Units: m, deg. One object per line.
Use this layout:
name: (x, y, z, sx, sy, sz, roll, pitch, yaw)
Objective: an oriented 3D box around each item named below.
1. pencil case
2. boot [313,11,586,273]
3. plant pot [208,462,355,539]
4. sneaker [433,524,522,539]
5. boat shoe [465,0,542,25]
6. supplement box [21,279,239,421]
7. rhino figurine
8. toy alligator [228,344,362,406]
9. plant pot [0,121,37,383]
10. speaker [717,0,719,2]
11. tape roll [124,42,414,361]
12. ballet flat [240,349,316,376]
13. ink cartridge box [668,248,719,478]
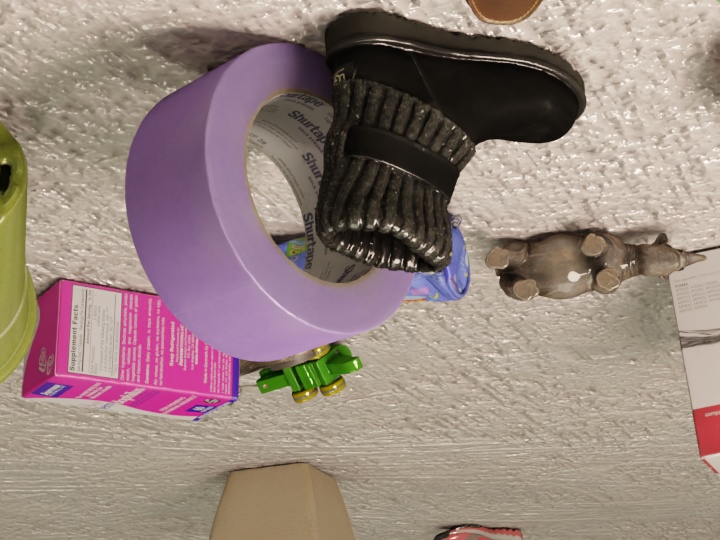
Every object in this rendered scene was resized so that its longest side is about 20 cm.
pencil case: (0.000, 0.000, 1.224, 0.199, 0.079, 0.087, -8, -172, 14)
boot: (0.063, -0.073, 0.923, 0.210, 0.159, 0.079, 8, 158, -24)
plant pot: (-0.121, 0.407, 2.156, 0.198, 0.178, 0.200, -10, 158, 19)
sneaker: (0.238, 0.551, 2.706, 0.199, 0.087, 0.074, 8, 156, -25)
boat shoe: (0.084, -0.186, 0.754, 0.071, 0.068, 0.200, -1, 160, -2)
supplement box: (-0.232, 0.084, 1.398, 0.199, 0.104, 0.101, 12, 156, -29)
rhino figurine: (0.215, -0.006, 1.255, 0.199, 0.060, 0.087, -5, 179, 6)
toy alligator: (-0.074, 0.115, 1.569, 0.199, 0.060, 0.054, -16, -164, 32)
plant pot: (-0.322, -0.028, 1.014, 0.199, 0.201, 0.190, 6, 145, -21)
speaker: (0.241, -0.209, 0.687, 0.088, 0.089, 0.200, 3, 159, -14)
tape roll: (-0.055, -0.045, 0.931, 0.085, 0.201, 0.199, -19, 154, 40)
ballet flat: (-0.128, 0.091, 1.519, 0.199, 0.047, 0.067, -14, -172, 43)
ink cartridge box: (0.366, 0.093, 1.339, 0.082, 0.201, 0.147, -14, 157, 21)
